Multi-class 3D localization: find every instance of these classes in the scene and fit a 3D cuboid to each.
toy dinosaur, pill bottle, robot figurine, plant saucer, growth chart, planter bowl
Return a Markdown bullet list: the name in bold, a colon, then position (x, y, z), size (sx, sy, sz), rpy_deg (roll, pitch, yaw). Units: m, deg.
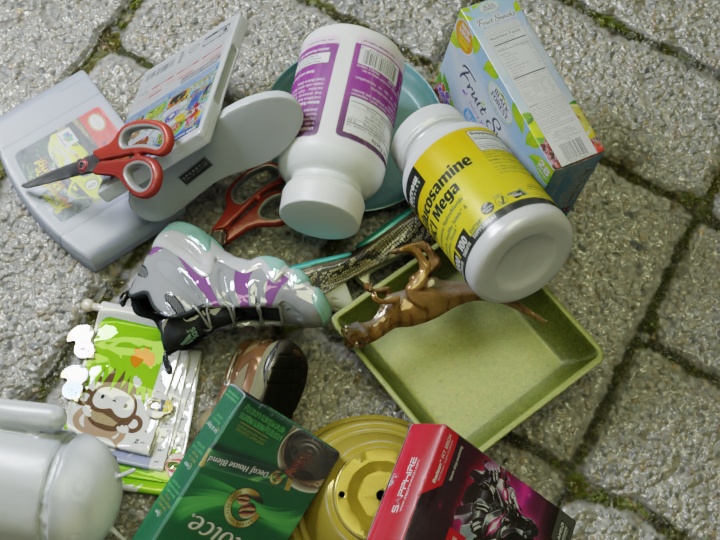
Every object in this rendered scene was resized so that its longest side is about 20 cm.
- **toy dinosaur**: position (0.070, 0.024, 1.336), size (0.199, 0.060, 0.107), rpy_deg (-15, 91, -8)
- **pill bottle**: position (-0.023, -0.138, 1.380), size (0.111, 0.112, 0.201), rpy_deg (12, 66, 0)
- **robot figurine**: position (-0.301, 0.195, 1.230), size (0.198, 0.171, 0.113), rpy_deg (10, 23, 7)
- **plant saucer**: position (0.105, 0.076, 1.358), size (0.199, 0.048, 0.200), rpy_deg (-34, 70, -17)
- **plant saucer**: position (-0.008, -0.149, 1.461), size (0.198, 0.027, 0.202), rpy_deg (2, 67, -4)
- **growth chart**: position (-0.224, 0.124, 1.329), size (0.144, 0.018, 0.201), rpy_deg (3, 66, -3)
- **planter bowl**: position (0.016, 0.219, 1.274), size (0.199, 0.084, 0.202), rpy_deg (2, 66, -4)
- **pill bottle**: position (0.111, -0.072, 1.328), size (0.112, 0.113, 0.200), rpy_deg (-23, 49, -14)

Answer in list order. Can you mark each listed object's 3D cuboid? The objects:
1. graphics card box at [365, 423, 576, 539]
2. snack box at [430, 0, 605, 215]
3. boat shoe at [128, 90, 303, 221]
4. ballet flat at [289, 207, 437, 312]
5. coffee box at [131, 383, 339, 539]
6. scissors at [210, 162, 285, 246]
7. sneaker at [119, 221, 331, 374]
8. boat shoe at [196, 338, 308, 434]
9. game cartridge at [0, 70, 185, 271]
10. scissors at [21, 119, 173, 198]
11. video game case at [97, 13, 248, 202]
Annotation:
- **graphics card box**: position (0.104, 0.239, 1.234), size (0.200, 0.051, 0.126), rpy_deg (39, 61, -31)
- **snack box**: position (0.156, -0.153, 1.400), size (0.067, 0.169, 0.201), rpy_deg (-22, 71, -18)
- **boat shoe**: position (-0.147, -0.123, 1.343), size (0.199, 0.069, 0.057), rpy_deg (-31, 34, 11)
- **ballet flat**: position (0.000, 0.000, 1.383), size (0.199, 0.068, 0.076), rpy_deg (-25, 94, -17)
- **coffee box**: position (-0.119, 0.218, 1.223), size (0.123, 0.044, 0.201), rpy_deg (36, 85, -28)
- **scissors**: position (-0.149, -0.036, 1.388), size (0.200, 0.014, 0.073), rpy_deg (-36, 76, -12)
- **sneaker**: position (-0.137, 0.046, 1.295), size (0.199, 0.078, 0.140), rpy_deg (20, 58, 23)
- **boat shoe**: position (-0.117, 0.158, 1.302), size (0.073, 0.076, 0.201), rpy_deg (11, 71, 35)
- **game cartridge**: position (-0.290, -0.102, 1.411), size (0.133, 0.041, 0.200), rpy_deg (-35, 74, -14)
- **scissors**: position (-0.256, -0.110, 1.317), size (0.199, 0.014, 0.074), rpy_deg (5, 89, 37)
- **video game case**: position (-0.187, -0.166, 1.369), size (0.018, 0.143, 0.201), rpy_deg (46, 35, -29)
